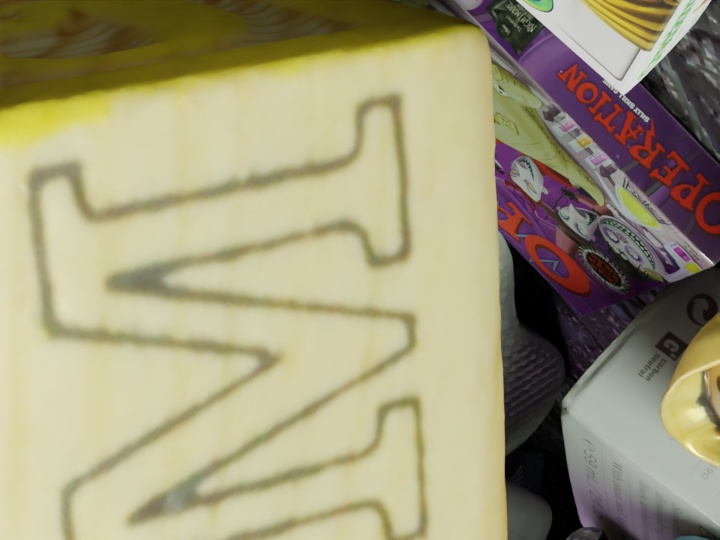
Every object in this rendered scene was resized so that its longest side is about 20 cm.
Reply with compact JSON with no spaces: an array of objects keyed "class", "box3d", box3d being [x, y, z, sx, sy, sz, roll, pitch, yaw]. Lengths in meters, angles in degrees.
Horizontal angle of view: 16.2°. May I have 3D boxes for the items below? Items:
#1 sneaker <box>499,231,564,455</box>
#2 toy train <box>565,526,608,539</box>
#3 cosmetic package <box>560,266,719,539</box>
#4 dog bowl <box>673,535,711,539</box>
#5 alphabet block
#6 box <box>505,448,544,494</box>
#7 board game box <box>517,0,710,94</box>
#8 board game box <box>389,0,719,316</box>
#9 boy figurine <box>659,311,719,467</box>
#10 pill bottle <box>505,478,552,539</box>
[{"class":"sneaker","box3d":[0.000,0.001,0.906,0.114,0.073,0.201,42,173,24]},{"class":"toy train","box3d":[0.095,0.178,0.827,0.042,0.056,0.201,10,125,60]},{"class":"cosmetic package","box3d":[0.160,0.094,0.770,0.200,0.074,0.102,38,164,27]},{"class":"dog bowl","box3d":[0.147,0.154,0.738,0.200,0.050,0.112,40,165,12]},{"class":"alphabet block","box3d":[-0.085,0.026,0.746,0.195,0.195,0.201,22,119,54]},{"class":"box","box3d":[0.040,0.176,1.135,0.051,0.159,0.200,10,162,0]},{"class":"board game box","box3d":[0.012,-0.138,0.607,0.200,0.035,0.126,42,165,6]},{"class":"board game box","box3d":[0.025,-0.071,0.770,0.200,0.032,0.120,45,169,-4]},{"class":"boy figurine","box3d":[0.151,0.034,0.654,0.200,0.065,0.124,16,151,54]},{"class":"pill bottle","box3d":[-0.014,0.159,0.986,0.112,0.201,0.112,25,177,1]}]
